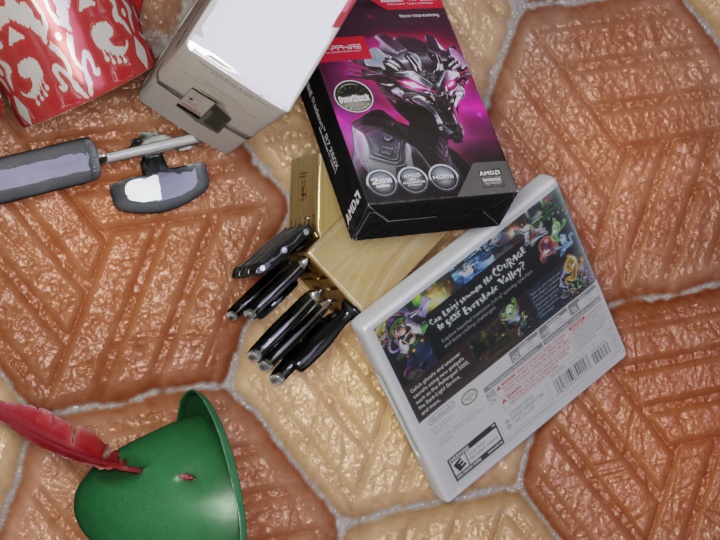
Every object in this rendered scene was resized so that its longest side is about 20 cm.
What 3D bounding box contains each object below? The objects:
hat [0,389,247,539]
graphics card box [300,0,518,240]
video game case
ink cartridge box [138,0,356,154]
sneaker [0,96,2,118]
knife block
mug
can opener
[{"bbox_3d":[-0.190,0.170,1.415,0.176,0.200,0.166,-5,110,-19],"label":"hat"},{"bbox_3d":[0.026,-0.120,1.512,0.125,0.051,0.200,-5,59,-23],"label":"graphics card box"},{"bbox_3d":[0.104,0.053,1.567,0.200,0.023,0.182,-37,123,-18],"label":"video game case"},{"bbox_3d":[-0.069,-0.172,1.393,0.083,0.200,0.147,33,78,-10],"label":"ink cartridge box"},{"bbox_3d":[-0.280,-0.025,1.377,0.112,0.071,0.200,43,110,9],"label":"sneaker"},{"bbox_3d":[0.000,0.000,1.540,0.200,0.064,0.176,2,88,-22],"label":"knife block"},{"bbox_3d":[-0.216,-0.222,1.428,0.177,0.133,0.200,-27,101,-8],"label":"mug"},{"bbox_3d":[-0.205,-0.061,1.468,0.200,0.053,0.067,-16,93,-20],"label":"can opener"}]
